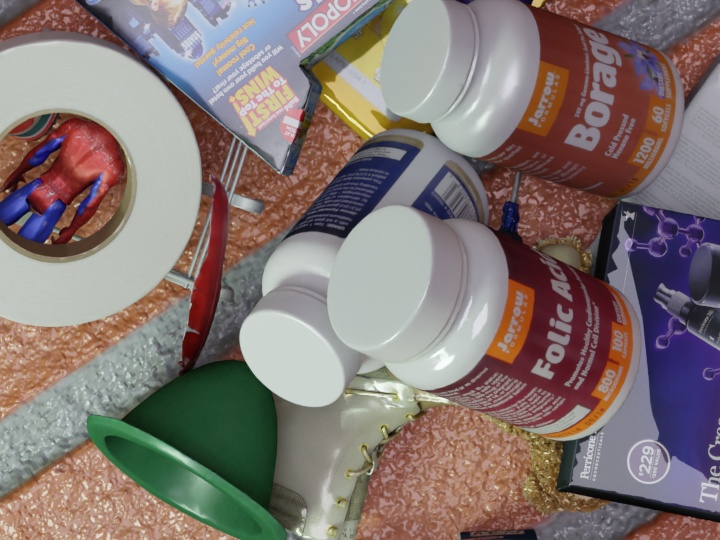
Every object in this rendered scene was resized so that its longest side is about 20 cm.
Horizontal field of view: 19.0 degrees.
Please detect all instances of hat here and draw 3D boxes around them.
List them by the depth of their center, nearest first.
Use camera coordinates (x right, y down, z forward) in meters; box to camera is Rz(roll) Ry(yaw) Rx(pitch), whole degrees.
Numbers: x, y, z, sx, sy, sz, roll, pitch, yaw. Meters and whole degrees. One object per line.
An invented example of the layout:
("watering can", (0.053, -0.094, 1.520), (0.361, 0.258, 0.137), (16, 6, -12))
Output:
("hat", (-0.083, 0.076, 1.523), (0.165, 0.200, 0.177), (29, 72, 2))

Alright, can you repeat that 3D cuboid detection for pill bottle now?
("pill bottle", (0.081, 0.033, 1.403), (0.199, 0.114, 0.115), (22, 93, -40))
("pill bottle", (0.000, 0.000, 1.490), (0.111, 0.111, 0.200), (40, 49, -1))
("pill bottle", (0.118, -0.124, 1.493), (0.199, 0.112, 0.113), (14, 93, -31))

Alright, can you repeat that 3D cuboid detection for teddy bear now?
("teddy bear", (0.144, 0.076, 1.571), (0.144, 0.067, 0.201), (-35, 85, -3))

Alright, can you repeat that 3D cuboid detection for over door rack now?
("over door rack", (-0.157, -0.077, 1.567), (0.198, 0.067, 0.149), (19, 92, 14))

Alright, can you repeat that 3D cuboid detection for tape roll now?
("tape roll", (-0.209, -0.062, 1.477), (0.201, 0.037, 0.205), (-4, 107, -12))

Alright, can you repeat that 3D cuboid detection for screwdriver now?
("screwdriver", (0.110, -0.065, 1.554), (0.029, 0.028, 0.202), (13, 74, -21))

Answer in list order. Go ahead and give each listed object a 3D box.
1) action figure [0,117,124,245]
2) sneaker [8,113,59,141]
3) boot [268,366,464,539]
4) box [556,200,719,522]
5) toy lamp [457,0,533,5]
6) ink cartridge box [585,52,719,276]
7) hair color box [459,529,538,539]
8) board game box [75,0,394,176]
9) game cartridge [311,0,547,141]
("action figure", (-0.229, -0.045, 1.526), (0.200, 0.052, 0.065), (-44, 85, 4))
("sneaker", (-0.311, -0.153, 1.529), (0.199, 0.093, 0.071), (26, 95, 15))
("boot", (0.012, 0.124, 1.548), (0.198, 0.072, 0.156), (11, 94, 21))
("box", (0.224, 0.067, 1.503), (0.140, 0.079, 0.202), (10, 82, 2))
("toy lamp", (0.153, -0.236, 1.535), (0.199, 0.058, 0.059), (-29, 92, -10))
("ink cartridge box", (0.272, -0.033, 1.578), (0.159, 0.047, 0.201), (35, 109, -1))
("hair color box", (0.103, 0.245, 1.502), (0.060, 0.200, 0.101), (-3, 93, 1))
("board game box", (-0.069, -0.176, 1.480), (0.199, 0.062, 0.201), (-36, 88, 7))
("game cartridge", (0.012, -0.204, 1.571), (0.200, 0.032, 0.177), (41, 92, -2))
